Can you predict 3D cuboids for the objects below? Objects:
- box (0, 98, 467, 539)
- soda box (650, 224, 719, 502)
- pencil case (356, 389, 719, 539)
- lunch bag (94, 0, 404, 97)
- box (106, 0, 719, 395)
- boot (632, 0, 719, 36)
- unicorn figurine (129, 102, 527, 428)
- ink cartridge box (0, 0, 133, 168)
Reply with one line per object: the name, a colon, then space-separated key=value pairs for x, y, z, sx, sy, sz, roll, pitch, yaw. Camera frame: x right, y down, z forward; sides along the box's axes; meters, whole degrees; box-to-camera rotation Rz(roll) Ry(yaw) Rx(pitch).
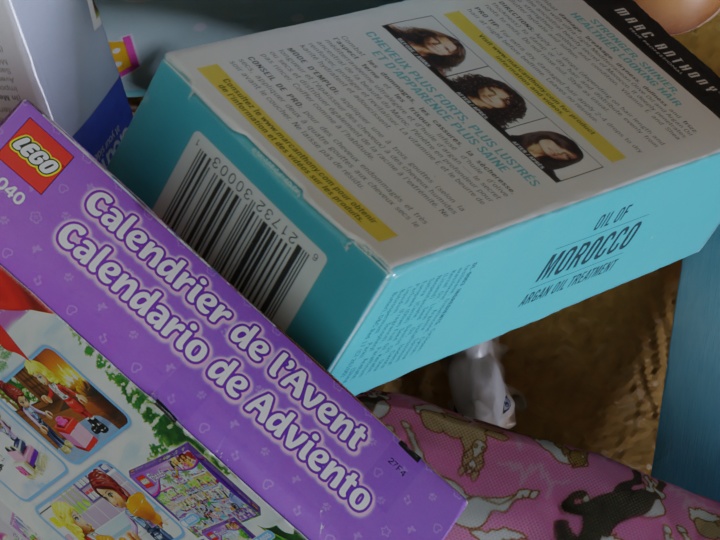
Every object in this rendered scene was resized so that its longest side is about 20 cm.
box: x=-0.077 y=0.051 z=0.628 sx=0.137 sy=0.039 sz=0.200 roll=42 pitch=147 yaw=-8
soda box: x=0.137 y=0.053 z=0.791 sx=0.064 sy=0.068 sz=0.201 roll=-10 pitch=110 yaw=-54
pencil case: x=0.027 y=0.088 z=0.723 sx=0.199 sy=0.087 sz=0.083 roll=19 pitch=150 yaw=5
lunch bag: x=-0.032 y=-0.129 z=0.668 sx=0.160 sy=0.077 sz=0.200 roll=-10 pitch=151 yaw=-6
box: x=0.027 y=-0.029 z=0.663 sx=0.082 sy=0.200 sz=0.049 roll=44 pitch=123 yaw=20
boot: x=0.097 y=-0.133 z=0.675 sx=0.073 sy=0.155 sz=0.201 roll=-5 pitch=119 yaw=-6
unicorn figurine: x=0.000 y=0.000 z=0.766 sx=0.200 sy=0.137 sz=0.074 roll=41 pitch=87 yaw=-4
ink cartridge box: x=-0.127 y=-0.075 z=0.613 sx=0.119 sy=0.042 sz=0.200 roll=3 pitch=127 yaw=26
